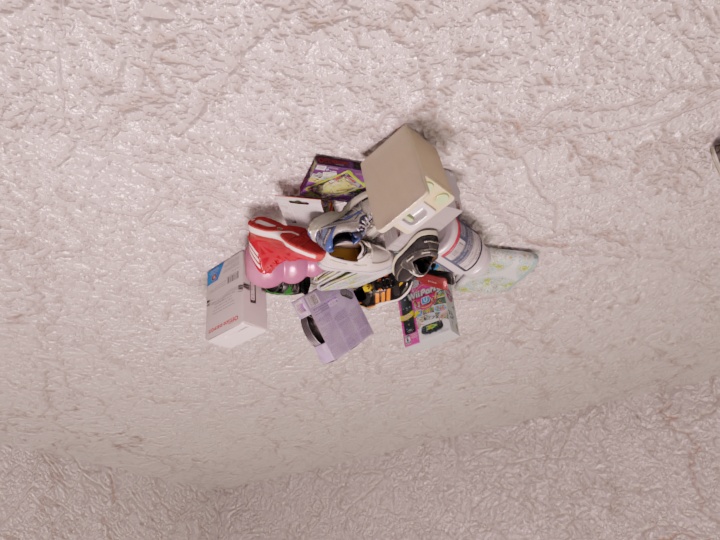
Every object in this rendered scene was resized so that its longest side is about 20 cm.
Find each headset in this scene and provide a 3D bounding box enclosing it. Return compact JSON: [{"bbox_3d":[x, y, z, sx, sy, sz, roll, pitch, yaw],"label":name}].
[{"bbox_3d":[-0.187,0.042,1.787,0.122,0.095,0.200,4,161,-18],"label":"headset"}]

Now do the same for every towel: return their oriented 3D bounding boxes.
[{"bbox_3d":[0.000,0.000,1.731,0.170,0.049,0.199,-23,169,34],"label":"towel"},{"bbox_3d":[0.368,0.004,1.874,0.170,0.049,0.200,4,149,-19],"label":"towel"}]

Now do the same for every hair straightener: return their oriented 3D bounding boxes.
[{"bbox_3d":[0.165,0.010,1.771,0.199,0.041,0.077,7,-153,44],"label":"hair straightener"}]

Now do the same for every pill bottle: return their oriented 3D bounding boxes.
[{"bbox_3d":[0.230,-0.058,1.662,0.119,0.121,0.199,-25,146,30],"label":"pill bottle"}]

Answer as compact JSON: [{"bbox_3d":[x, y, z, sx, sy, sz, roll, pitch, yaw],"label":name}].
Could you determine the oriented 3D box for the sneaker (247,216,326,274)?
[{"bbox_3d":[-0.164,-0.037,1.521,0.199,0.078,0.116,25,126,24],"label":"sneaker"}]

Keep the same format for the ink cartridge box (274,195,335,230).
[{"bbox_3d":[-0.112,-0.124,1.522,0.108,0.051,0.200,7,153,13],"label":"ink cartridge box"}]

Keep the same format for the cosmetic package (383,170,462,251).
[{"bbox_3d":[0.133,-0.132,1.524,0.089,0.108,0.200,8,147,-26],"label":"cosmetic package"}]

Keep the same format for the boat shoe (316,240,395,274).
[{"bbox_3d":[-0.001,-0.037,1.562,0.198,0.072,0.070,3,157,-26],"label":"boat shoe"}]

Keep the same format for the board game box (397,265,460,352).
[{"bbox_3d":[0.180,0.102,1.854,0.147,0.202,0.064,-23,147,27],"label":"board game box"}]

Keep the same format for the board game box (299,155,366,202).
[{"bbox_3d":[-0.019,-0.189,1.472,0.198,0.033,0.120,7,146,-21],"label":"board game box"}]

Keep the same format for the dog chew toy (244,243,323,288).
[{"bbox_3d":[-0.177,-0.022,1.645,0.198,0.126,0.125,-2,151,-12],"label":"dog chew toy"}]

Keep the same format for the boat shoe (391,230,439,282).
[{"bbox_3d":[0.124,-0.016,1.557,0.071,0.068,0.200,-4,155,-22],"label":"boat shoe"}]

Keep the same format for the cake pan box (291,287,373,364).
[{"bbox_3d":[-0.070,0.126,1.789,0.052,0.185,0.200,-29,-179,39],"label":"cake pan box"}]

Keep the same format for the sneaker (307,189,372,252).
[{"bbox_3d":[-0.010,-0.099,1.469,0.199,0.085,0.077,-31,151,-12],"label":"sneaker"}]

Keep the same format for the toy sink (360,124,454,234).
[{"bbox_3d":[0.096,-0.159,1.341,0.130,0.201,0.112,-38,134,27],"label":"toy sink"}]

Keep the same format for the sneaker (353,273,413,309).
[{"bbox_3d":[0.054,0.051,1.873,0.090,0.071,0.199,16,146,-40],"label":"sneaker"}]

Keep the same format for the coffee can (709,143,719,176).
[{"bbox_3d":[0.864,-0.239,1.429,0.199,0.148,0.146,-27,145,33],"label":"coffee can"}]

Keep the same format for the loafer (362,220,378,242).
[{"bbox_3d":[-0.005,-0.084,1.629,0.069,0.071,0.199,11,155,-38],"label":"loafer"}]

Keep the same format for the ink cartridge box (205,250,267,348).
[{"bbox_3d":[-0.311,0.076,1.713,0.145,0.202,0.084,-26,145,33],"label":"ink cartridge box"}]
